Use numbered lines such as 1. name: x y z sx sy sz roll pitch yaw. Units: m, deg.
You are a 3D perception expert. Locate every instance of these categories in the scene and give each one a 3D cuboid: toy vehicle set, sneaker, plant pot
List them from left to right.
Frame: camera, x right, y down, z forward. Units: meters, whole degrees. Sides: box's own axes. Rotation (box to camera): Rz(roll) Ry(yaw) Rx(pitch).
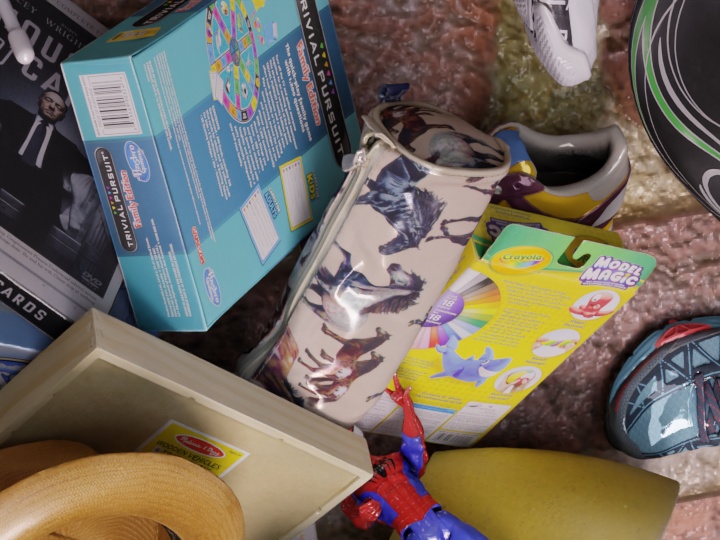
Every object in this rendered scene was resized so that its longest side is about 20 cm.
1. toy vehicle set: -0.105 0.100 1.240 0.124 0.027 0.199 -39 133 26
2. sneaker: 0.059 -0.044 1.348 0.199 0.075 0.090 -13 146 -17
3. plant pot: 0.084 0.185 1.399 0.141 0.200 0.201 26 101 4
4. sneaker: 0.141 -0.209 1.328 0.114 0.075 0.201 -12 107 -7
5. sneaker: 0.246 0.067 1.434 0.199 0.096 0.080 -21 111 -6

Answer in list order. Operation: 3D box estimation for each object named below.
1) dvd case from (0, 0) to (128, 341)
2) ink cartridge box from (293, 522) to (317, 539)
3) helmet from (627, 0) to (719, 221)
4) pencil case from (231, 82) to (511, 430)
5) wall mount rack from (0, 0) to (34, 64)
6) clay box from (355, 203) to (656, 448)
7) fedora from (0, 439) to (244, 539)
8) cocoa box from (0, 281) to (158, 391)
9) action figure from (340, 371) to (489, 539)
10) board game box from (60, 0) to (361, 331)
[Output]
1. dvd case: -0.173 -0.068 1.238 0.150 0.201 0.025 36 132 -17
2. ink cartridge box: -0.084 0.173 1.403 0.116 0.067 0.201 -12 110 -10
3. helmet: 0.244 -0.125 1.319 0.199 0.200 0.192 -26 76 -4
4. pencil case: 0.000 0.000 1.262 0.089 0.078 0.201 15 121 -24
5. wall mount rack: -0.162 -0.213 1.239 0.199 0.075 0.175 -26 96 -4
6. clay box: 0.068 0.026 1.338 0.114 0.048 0.200 11 138 -33
7. fedora: -0.155 0.144 1.175 0.200 0.082 0.201 -23 141 -21
8. cocoa box: -0.219 0.029 1.266 0.199 0.134 0.132 13 134 -18
9. action figure: 0.040 0.139 1.291 0.065 0.200 0.099 -36 144 -13
10. board game box: -0.072 -0.079 1.263 0.047 0.200 0.152 -2 114 29
